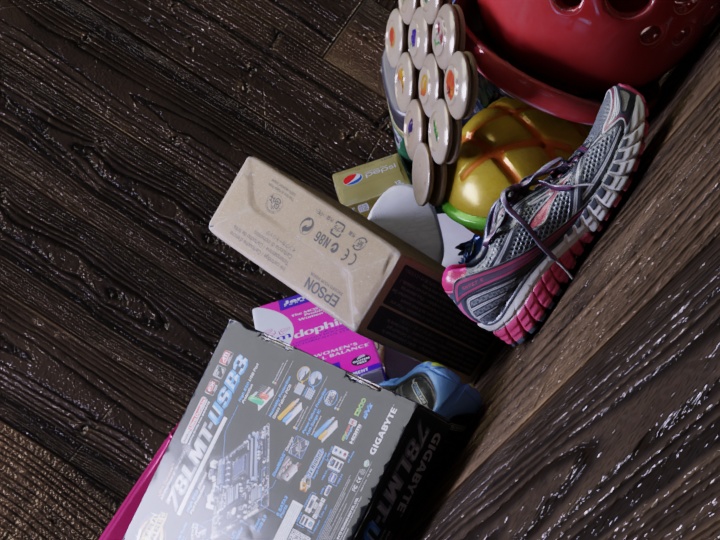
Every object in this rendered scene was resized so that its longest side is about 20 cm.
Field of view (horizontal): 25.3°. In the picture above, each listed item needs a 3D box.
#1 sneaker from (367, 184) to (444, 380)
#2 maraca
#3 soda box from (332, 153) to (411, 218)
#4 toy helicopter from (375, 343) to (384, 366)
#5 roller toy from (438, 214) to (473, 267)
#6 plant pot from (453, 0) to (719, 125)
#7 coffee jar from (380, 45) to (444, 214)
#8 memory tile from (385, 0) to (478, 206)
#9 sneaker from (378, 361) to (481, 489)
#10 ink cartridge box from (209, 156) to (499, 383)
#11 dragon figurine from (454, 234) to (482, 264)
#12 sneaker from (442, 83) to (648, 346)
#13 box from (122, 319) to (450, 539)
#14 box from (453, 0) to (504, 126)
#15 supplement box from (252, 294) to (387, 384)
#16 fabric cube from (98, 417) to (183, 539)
[{"bbox_3d":[0.044,0.021,1.456,0.088,0.075,0.201,-41,-52,-79],"label":"sneaker"},{"bbox_3d":[0.140,-0.095,1.274,0.200,0.137,0.107,-53,-39,-39],"label":"maraca"},{"bbox_3d":[0.034,-0.005,1.516,0.068,0.200,0.064,-18,34,-1],"label":"soda box"},{"bbox_3d":[-0.002,0.104,1.675,0.200,0.132,0.079,-57,1,44],"label":"toy helicopter"},{"bbox_3d":[0.121,-0.099,1.819,0.182,0.140,0.200,-43,8,40],"label":"roller toy"},{"bbox_3d":[0.179,-0.223,1.214,0.183,0.200,0.201,-66,-4,32],"label":"plant pot"},{"bbox_3d":[0.071,-0.139,1.488,0.200,0.085,0.105,73,-175,-66],"label":"coffee jar"},{"bbox_3d":[0.052,-0.164,1.257,0.153,0.017,0.200,107,157,-51],"label":"memory tile"},{"bbox_3d":[0.026,0.127,1.207,0.083,0.071,0.200,-51,1,-23],"label":"sneaker"},{"bbox_3d":[0.000,0.000,1.292,0.165,0.200,0.075,28,-86,-48],"label":"ink cartridge box"},{"bbox_3d":[0.127,-0.027,1.460,0.100,0.059,0.200,-57,2,45],"label":"dragon figurine"},{"bbox_3d":[0.135,-0.046,1.131,0.200,0.075,0.081,-57,1,3],"label":"sneaker"},{"bbox_3d":[-0.060,0.157,1.134,0.050,0.198,0.200,33,-100,-46],"label":"box"},{"bbox_3d":[0.131,-0.148,1.399,0.040,0.200,0.137,-11,33,38],"label":"box"},{"bbox_3d":[-0.028,0.100,1.407,0.101,0.104,0.200,-18,22,-1],"label":"supplement box"},{"bbox_3d":[-0.141,0.263,1.639,0.200,0.200,0.196,-57,0,17],"label":"fabric cube"}]
